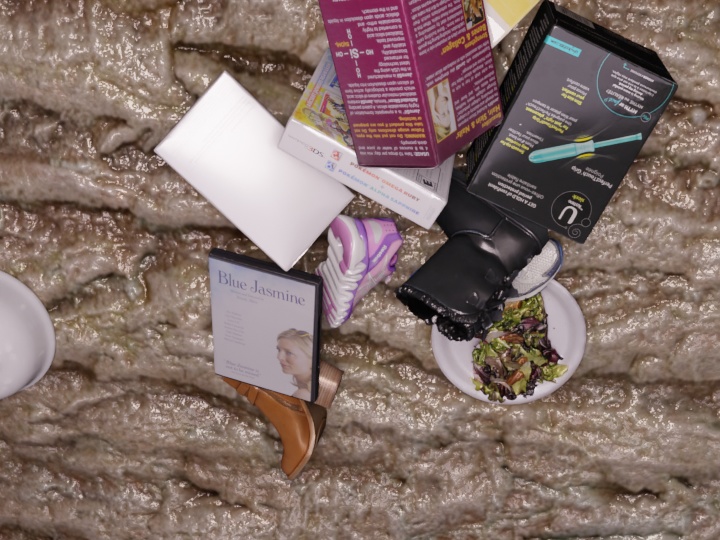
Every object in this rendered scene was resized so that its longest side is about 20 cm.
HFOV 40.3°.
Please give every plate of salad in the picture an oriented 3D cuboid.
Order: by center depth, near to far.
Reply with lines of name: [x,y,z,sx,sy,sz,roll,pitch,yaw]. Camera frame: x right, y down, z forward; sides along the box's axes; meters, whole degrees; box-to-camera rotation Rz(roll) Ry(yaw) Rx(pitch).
plate of salad: [0.189,0.091,1.253,0.197,0.048,0.202,2,116,4]

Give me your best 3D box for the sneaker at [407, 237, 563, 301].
sneaker: [0.145,0.007,1.178,0.198,0.085,0.078,-18,82,17]

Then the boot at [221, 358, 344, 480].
boot: [-0.120,0.181,1.318,0.154,0.077,0.202,22,127,4]

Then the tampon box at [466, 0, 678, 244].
tampon box: [0.224,-0.164,1.082,0.148,0.127,0.201,24,117,-5]

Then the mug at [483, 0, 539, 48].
mug: [0.109,-0.316,1.029,0.187,0.149,0.153,-45,96,-6]

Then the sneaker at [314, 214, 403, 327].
sneaker: [0.000,0.000,1.191,0.087,0.081,0.201,-14,154,-22]

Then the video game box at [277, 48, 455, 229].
video game box: [0.016,-0.149,1.071,0.181,0.201,0.047,30,123,-8]

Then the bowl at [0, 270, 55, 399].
bowl: [-0.519,0.102,1.314,0.198,0.091,0.203,2,117,5]

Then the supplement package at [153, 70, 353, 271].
supplement package: [-0.122,-0.116,1.129,0.200,0.121,0.120,43,92,-13]

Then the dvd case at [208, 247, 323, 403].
dvd case: [-0.116,0.071,1.199,0.141,0.018,0.202,15,130,13]

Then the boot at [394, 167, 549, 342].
boot: [0.100,-0.021,1.114,0.197,0.163,0.074,32,158,24]

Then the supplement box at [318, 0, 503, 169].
supplement box: [0.049,-0.214,0.937,0.102,0.131,0.202,6,120,39]
